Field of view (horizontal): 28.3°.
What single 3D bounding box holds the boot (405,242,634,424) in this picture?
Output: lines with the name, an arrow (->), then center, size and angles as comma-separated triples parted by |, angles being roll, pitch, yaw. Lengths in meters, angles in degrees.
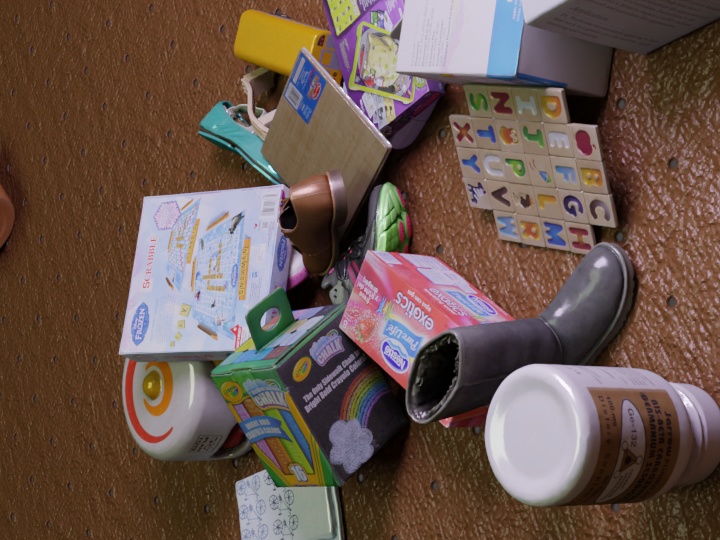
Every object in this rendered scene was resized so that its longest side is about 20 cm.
boot -> 0.144, 0.055, 1.293 | 0.073, 0.199, 0.183 | 40, 117, 44

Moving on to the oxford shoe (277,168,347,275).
oxford shoe -> -0.058, -0.051, 1.588 | 0.200, 0.071, 0.072 | 97, 160, -63

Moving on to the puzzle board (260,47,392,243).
puzzle board -> -0.040, -0.137, 1.599 | 0.151, 0.017, 0.200 | 50, 148, 14

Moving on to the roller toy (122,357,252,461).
roller toy -> -0.204, 0.142, 1.761 | 0.199, 0.139, 0.184 | 4, 90, 50

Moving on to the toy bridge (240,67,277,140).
toy bridge -> -0.093, -0.180, 1.711 | 0.200, 0.067, 0.027 | 45, 157, 43

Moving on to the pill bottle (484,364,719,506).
pill bottle -> 0.212, 0.138, 1.202 | 0.114, 0.199, 0.115 | -7, 80, 50

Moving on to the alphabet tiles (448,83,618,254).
alphabet tiles -> 0.163, -0.098, 1.378 | 0.199, 0.006, 0.167 | 12, 124, 51

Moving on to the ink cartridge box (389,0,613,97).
ink cartridge box -> 0.134, -0.243, 1.394 | 0.199, 0.128, 0.126 | 13, 96, 50

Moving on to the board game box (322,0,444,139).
board game box -> 0.021, -0.250, 1.559 | 0.120, 0.032, 0.201 | -38, 59, 47

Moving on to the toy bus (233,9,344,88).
toy bus -> -0.086, -0.266, 1.705 | 0.200, 0.078, 0.065 | 27, 107, 49

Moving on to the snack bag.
snack bag -> -0.080, 0.326, 1.684 | 0.188, 0.021, 0.201 | -27, 66, 46

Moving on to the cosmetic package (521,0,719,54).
cosmetic package -> 0.253, -0.308, 1.226 | 0.200, 0.164, 0.166 | -23, 69, 46

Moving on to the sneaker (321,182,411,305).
sneaker -> 0.000, 0.000, 1.561 | 0.083, 0.077, 0.201 | 17, 100, 21

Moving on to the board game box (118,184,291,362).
board game box -> -0.178, 0.005, 1.674 | 0.198, 0.041, 0.201 | -2, 70, 28

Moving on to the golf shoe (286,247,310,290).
golf shoe -> -0.136, -0.031, 1.726 | 0.200, 0.075, 0.092 | 22, 141, 48

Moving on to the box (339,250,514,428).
box -> 0.082, 0.067, 1.449 | 0.200, 0.102, 0.095 | 40, 117, 44

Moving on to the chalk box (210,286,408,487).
chalk box -> -0.065, 0.117, 1.537 | 0.124, 0.125, 0.201 | -12, 112, 50

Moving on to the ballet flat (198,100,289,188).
ballet flat -> -0.130, -0.165, 1.765 | 0.200, 0.067, 0.071 | 34, 93, 45

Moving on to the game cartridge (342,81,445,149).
game cartridge -> 0.050, -0.243, 1.571 | 0.133, 0.040, 0.201 | 45, 121, 47

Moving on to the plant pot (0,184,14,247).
plant pot -> -0.655, -0.102, 2.318 | 0.140, 0.200, 0.201 | 37, 116, 28
